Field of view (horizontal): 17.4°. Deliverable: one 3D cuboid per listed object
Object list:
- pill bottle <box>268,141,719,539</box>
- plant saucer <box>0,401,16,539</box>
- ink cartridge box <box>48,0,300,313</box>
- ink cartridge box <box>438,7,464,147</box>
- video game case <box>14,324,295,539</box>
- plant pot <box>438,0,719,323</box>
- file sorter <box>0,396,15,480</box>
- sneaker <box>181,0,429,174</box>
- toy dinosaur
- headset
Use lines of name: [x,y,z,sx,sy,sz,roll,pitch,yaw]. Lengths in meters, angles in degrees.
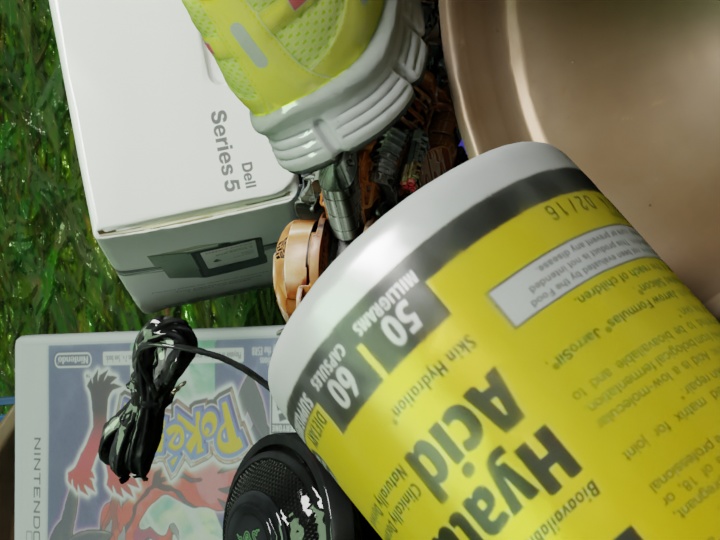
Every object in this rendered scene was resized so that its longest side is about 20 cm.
pill bottle: [0.075,0.070,0.642,0.200,0.111,0.111,49,141,18]
plant saucer: [-0.083,0.127,1.065,0.029,0.200,0.200,10,-111,-77]
ink cartridge box: [-0.075,-0.073,0.987,0.200,0.084,0.146,90,168,-81]
ink cartridge box: [0.023,-0.139,0.914,0.198,0.043,0.200,21,116,58]
video game case: [-0.081,0.116,0.988,0.200,0.023,0.183,-4,85,45]
plant pot: [0.112,-0.083,0.713,0.201,0.093,0.201,21,115,59]
file sorter: [-0.171,0.145,1.200,0.200,0.122,0.139,-147,52,-76]
sneaker: [-0.020,-0.128,0.800,0.078,0.090,0.200,-29,35,23]
toy dinosaur: [0.000,0.000,0.845,0.102,0.200,0.136,25,168,21]
headset: [-0.001,0.085,0.741,0.200,0.123,0.094,39,121,22]
